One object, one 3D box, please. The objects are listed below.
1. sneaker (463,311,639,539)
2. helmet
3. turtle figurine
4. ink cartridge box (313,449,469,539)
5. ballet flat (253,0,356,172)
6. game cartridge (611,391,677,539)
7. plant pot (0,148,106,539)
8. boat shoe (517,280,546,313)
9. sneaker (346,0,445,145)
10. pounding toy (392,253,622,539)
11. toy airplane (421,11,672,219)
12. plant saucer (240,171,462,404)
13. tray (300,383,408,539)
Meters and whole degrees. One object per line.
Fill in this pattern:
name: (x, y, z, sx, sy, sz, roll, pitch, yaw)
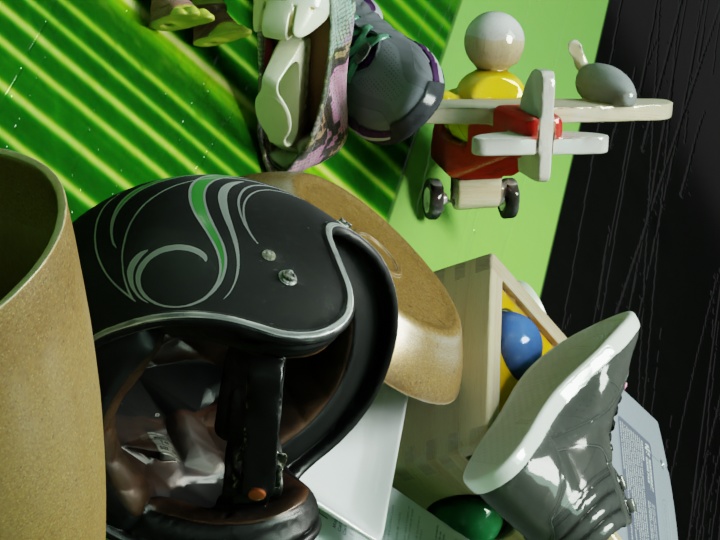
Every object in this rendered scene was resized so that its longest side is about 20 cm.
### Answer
sneaker: (0.144, 0.112, 1.482, 0.099, 0.071, 0.200, 54, 44, -13)
helmet: (-0.080, 0.042, 1.196, 0.201, 0.199, 0.191, 60, 14, -23)
turtle figurine: (-0.111, -0.231, 1.456, 0.200, 0.064, 0.162, 33, 53, -74)
ink cartridge box: (0.026, 0.236, 1.433, 0.200, 0.043, 0.197, 35, 40, -22)
ballet flat: (-0.042, -0.146, 1.475, 0.071, 0.069, 0.201, -49, 147, -48)
game cartridge: (0.216, 0.196, 1.862, 0.133, 0.041, 0.201, 36, 43, -45)
plant pot: (-0.187, 0.079, 1.011, 0.187, 0.185, 0.201, -69, 148, -53)
boat shoe: (0.122, 0.111, 1.726, 0.062, 0.073, 0.201, -19, 100, -21)
sneaker: (-0.014, -0.153, 1.547, 0.087, 0.074, 0.200, 38, 7, -32)
pounding toy: (0.107, 0.124, 1.569, 0.184, 0.142, 0.201, 46, 36, -41)
toy airplane: (0.101, -0.120, 1.652, 0.200, 0.198, 0.142, 11, 74, -59)
plant saucer: (0.000, 0.000, 1.461, 0.200, 0.035, 0.200, 39, 17, -14)
tray: (-0.020, 0.077, 1.460, 0.107, 0.022, 0.201, 33, 40, -18)
